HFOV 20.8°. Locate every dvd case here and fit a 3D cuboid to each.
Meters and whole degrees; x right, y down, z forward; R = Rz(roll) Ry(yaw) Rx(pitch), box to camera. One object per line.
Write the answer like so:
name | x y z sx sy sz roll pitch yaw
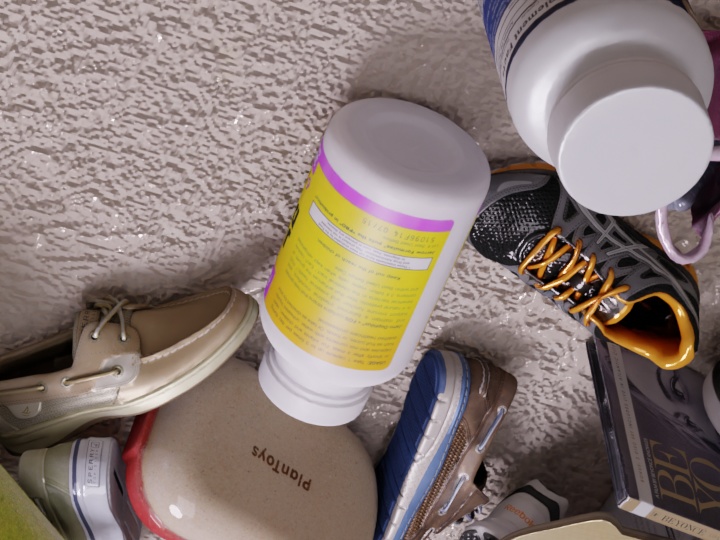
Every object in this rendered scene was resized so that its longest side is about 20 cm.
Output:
dvd case | 0.245 0.129 1.324 0.200 0.149 0.016 22 128 -23

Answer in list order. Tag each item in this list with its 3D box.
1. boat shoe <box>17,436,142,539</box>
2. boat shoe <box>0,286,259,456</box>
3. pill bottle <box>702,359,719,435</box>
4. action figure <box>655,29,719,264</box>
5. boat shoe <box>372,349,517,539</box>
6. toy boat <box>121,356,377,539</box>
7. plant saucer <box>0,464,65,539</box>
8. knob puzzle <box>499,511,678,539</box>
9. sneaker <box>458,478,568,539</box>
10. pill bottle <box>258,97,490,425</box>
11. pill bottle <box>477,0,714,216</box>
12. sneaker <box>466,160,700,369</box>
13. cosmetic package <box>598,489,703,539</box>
boat shoe | -0.185 0.159 1.318 0.062 0.072 0.200 4 150 3
boat shoe | -0.160 0.053 1.257 0.200 0.072 0.065 -24 116 18
pill bottle | 0.326 0.043 1.290 0.112 0.112 0.200 22 122 -24
action figure | 0.268 -0.100 1.155 0.200 0.149 0.134 -5 124 14
boat shoe | 0.053 0.146 1.359 0.072 0.072 0.200 10 126 -17
toy boat | -0.087 0.149 1.330 0.200 0.131 0.131 35 147 -29
plant saucer | -0.261 0.142 1.257 0.048 0.200 0.200 -46 123 -20
knob puzzle | 0.154 0.241 1.344 0.220 0.030 0.220 8 121 13
sneaker | 0.117 0.229 1.437 0.080 0.074 0.200 -42 155 -30
pill bottle | 0.000 0.000 1.215 0.104 0.104 0.200 11 125 -17
pill bottle | 0.129 -0.122 1.074 0.111 0.200 0.111 -4 129 -5
sneaker | 0.145 -0.002 1.252 0.200 0.077 0.078 25 123 -23
cosmetic package | 0.270 0.234 1.429 0.199 0.123 0.200 15 126 -19
